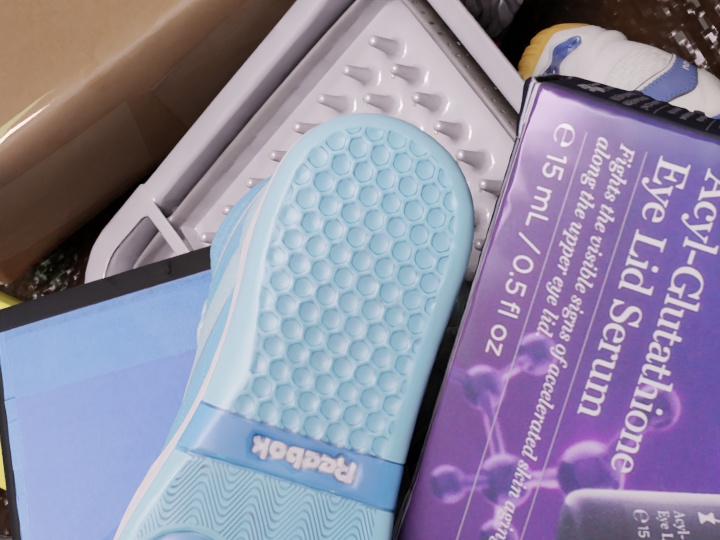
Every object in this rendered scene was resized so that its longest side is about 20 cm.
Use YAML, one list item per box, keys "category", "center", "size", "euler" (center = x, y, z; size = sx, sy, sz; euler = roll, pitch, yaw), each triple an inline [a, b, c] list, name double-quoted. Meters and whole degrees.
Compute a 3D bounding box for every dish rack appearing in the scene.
- category: "dish rack"
  center: [0.000, 0.000, 0.815]
  size: [0.200, 0.043, 0.172]
  euler: [-48, 62, 23]

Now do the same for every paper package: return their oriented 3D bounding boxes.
- category: "paper package"
  center: [-0.134, -0.131, 0.917]
  size: [0.200, 0.104, 0.191]
  euler: [-39, 70, -6]

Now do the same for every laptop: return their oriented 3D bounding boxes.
- category: "laptop"
  center: [-0.080, 0.086, 0.763]
  size: [0.176, 0.200, 0.104]
  euler: [-16, 112, 28]

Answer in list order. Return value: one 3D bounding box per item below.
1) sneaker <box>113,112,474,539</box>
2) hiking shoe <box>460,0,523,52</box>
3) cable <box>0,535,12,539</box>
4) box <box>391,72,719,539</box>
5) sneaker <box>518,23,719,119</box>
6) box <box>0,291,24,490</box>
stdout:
- category: "sneaker"
  center: [-0.028, 0.053, 0.688]
  size: [0.079, 0.131, 0.201]
  euler: [25, 86, -8]
- category: "hiking shoe"
  center: [0.025, -0.080, 0.891]
  size: [0.075, 0.101, 0.201]
  euler: [21, 113, -4]
- category: "cable"
  center: [-0.155, 0.121, 0.922]
  size: [0.198, 0.050, 0.098]
  euler: [-16, 79, 27]
- category: "box"
  center: [0.128, 0.039, 0.673]
  size: [0.198, 0.104, 0.149]
  euler: [17, 99, 9]
- category: "sneaker"
  center: [0.082, 0.009, 0.844]
  size: [0.087, 0.075, 0.202]
  euler: [16, 90, 18]
- category: "box"
  center: [-0.142, 0.053, 0.941]
  size: [0.199, 0.050, 0.076]
  euler: [23, 90, 25]
